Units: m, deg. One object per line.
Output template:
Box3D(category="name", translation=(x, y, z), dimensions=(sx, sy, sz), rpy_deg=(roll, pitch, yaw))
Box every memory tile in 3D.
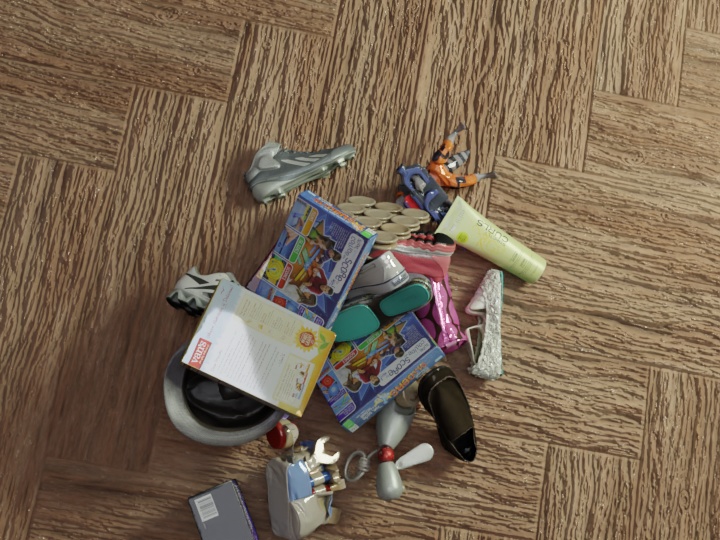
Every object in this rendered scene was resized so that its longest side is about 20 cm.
Box3D(category="memory tile", translation=(0.019, -0.081, 1.480), dimensions=(0.153, 0.200, 0.017), rpy_deg=(14, 112, 20))

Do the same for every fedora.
Box3D(category="fedora", translation=(-0.210, 0.184, 1.403), dimensions=(0.200, 0.090, 0.177), rpy_deg=(-9, 82, -19))

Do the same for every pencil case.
Box3D(category="pencil case", translation=(0.128, 0.045, 1.547), dimensions=(0.091, 0.094, 0.200), rpy_deg=(-10, 81, -22))

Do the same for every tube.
Box3D(category="tube", translation=(0.231, -0.046, 1.578), dimensions=(0.200, 0.052, 0.058), rpy_deg=(32, 53, -10))

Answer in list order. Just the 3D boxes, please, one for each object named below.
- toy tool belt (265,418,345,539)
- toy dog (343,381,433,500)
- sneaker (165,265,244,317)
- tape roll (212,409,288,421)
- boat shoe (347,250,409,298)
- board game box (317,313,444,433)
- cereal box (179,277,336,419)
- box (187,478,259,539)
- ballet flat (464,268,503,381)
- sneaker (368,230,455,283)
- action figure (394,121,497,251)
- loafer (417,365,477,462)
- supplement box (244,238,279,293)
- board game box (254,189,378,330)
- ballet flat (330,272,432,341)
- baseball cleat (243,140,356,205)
Box3D(category="toy tool belt", translation=(-0.087, 0.329, 1.459), dimensions=(0.123, 0.125, 0.200), rpy_deg=(-9, 96, -41))
Box3D(category="toy dog", translation=(0.064, 0.279, 1.497), dimensions=(0.096, 0.132, 0.200), rpy_deg=(24, 79, -39))
Box3D(category="sneaker", translation=(-0.207, 0.047, 1.447), dimensions=(0.200, 0.074, 0.089), rpy_deg=(22, 65, 13))
Box3D(category="tape roll", translation=(-0.194, 0.178, 1.497), dimensions=(0.200, 0.085, 0.200), rpy_deg=(1, 79, -5))
Box3D(category="boat shoe", translation=(0.000, 0.000, 1.455), dimensions=(0.071, 0.200, 0.070), rpy_deg=(-34, 103, -26))
Box3D(category="board game box", translation=(0.024, 0.153, 1.482), dimensions=(0.200, 0.034, 0.135), rpy_deg=(-40, 46, 4))
Box3D(category="cereal box", translation=(-0.154, 0.119, 1.364), dimensions=(0.200, 0.040, 0.144), rpy_deg=(27, 71, -9))
Box3D(category="box", translation=(-0.198, 0.436, 1.414), dimensions=(0.079, 0.141, 0.200), rpy_deg=(-21, 81, -11))
Box3D(category="ballet flat", translation=(0.214, 0.091, 1.556), dimensions=(0.072, 0.072, 0.200), rpy_deg=(3, 77, -5))
Box3D(category="sneaker", translation=(0.053, -0.023, 1.484), dimensions=(0.200, 0.074, 0.087), rpy_deg=(9, 110, 7))
Box3D(category="action figure", translation=(0.146, -0.138, 1.606), dimensions=(0.193, 0.105, 0.200), rpy_deg=(-36, 111, -5))
Box3D(category="loafer", translation=(0.156, 0.237, 1.469), dimensions=(0.073, 0.071, 0.200), rpy_deg=(-33, 126, -11))
Box3D(category="supplement box", translation=(-0.098, -0.013, 1.543), dimensions=(0.110, 0.086, 0.200), rpy_deg=(34, 77, 2))
Box3D(category="board game box", translation=(-0.073, -0.007, 1.411), dimensions=(0.135, 0.034, 0.200), rpy_deg=(33, 117, 11))
Box3D(category="ballet flat", translation=(0.029, 0.058, 1.476), dimensions=(0.200, 0.072, 0.072), rpy_deg=(-24, 81, 17))
Box3D(category="baseball cleat", translation=(-0.111, -0.197, 1.588), dimensions=(0.200, 0.070, 0.107), rpy_deg=(-27, 82, -11))
